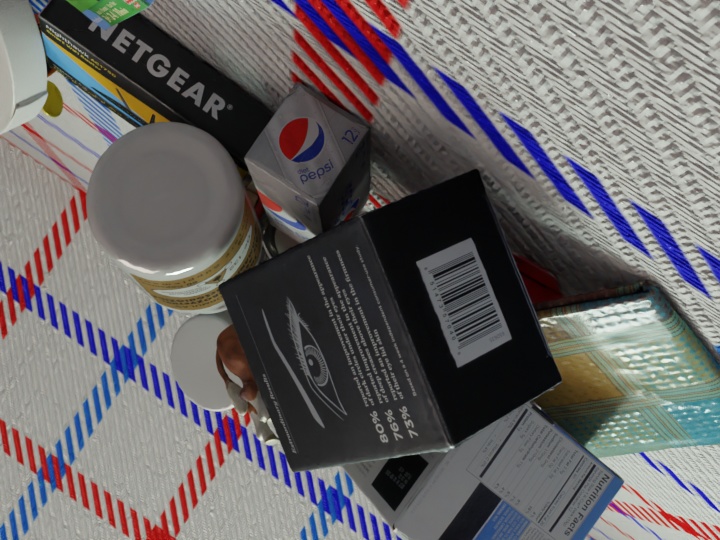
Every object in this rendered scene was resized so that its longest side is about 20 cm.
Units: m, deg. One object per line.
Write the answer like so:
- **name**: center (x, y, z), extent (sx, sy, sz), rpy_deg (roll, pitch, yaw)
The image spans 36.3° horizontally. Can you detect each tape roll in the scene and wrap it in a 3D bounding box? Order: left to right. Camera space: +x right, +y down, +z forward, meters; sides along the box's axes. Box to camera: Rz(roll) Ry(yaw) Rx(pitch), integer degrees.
- **tape roll**: center (-0.340, -0.213, 0.931), extent (0.202, 0.037, 0.205), rpy_deg (29, 137, 31)

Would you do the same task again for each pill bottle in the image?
- **pill bottle**: center (-0.138, -0.029, 0.875), extent (0.114, 0.115, 0.200), rpy_deg (32, 169, 9)
- **pill bottle**: center (-0.090, 0.066, 1.066), extent (0.114, 0.115, 0.199), rpy_deg (30, -158, 19)

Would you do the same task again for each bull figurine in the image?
- **bull figurine**: center (-0.034, 0.056, 0.898), extent (0.065, 0.198, 0.123), rpy_deg (29, -139, -51)

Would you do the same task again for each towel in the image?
- **towel**: center (0.180, 0.074, 0.768), extent (0.145, 0.022, 0.200), rpy_deg (-13, 139, 35)

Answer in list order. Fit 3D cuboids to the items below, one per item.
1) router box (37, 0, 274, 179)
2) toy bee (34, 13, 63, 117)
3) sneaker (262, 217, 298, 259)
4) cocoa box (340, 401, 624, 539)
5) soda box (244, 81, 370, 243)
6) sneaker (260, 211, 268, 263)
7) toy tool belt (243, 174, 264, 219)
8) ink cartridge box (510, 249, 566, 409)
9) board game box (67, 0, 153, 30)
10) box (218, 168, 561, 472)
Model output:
- **router box**: center (-0.169, -0.150, 0.917), extent (0.199, 0.051, 0.149), rpy_deg (35, 169, -8)
- **toy bee**: center (-0.334, -0.218, 1.047), extent (0.198, 0.109, 0.132), rpy_deg (24, 141, 29)
- **sneaker**: center (0.000, 0.000, 1.019), extent (0.199, 0.075, 0.079), rpy_deg (30, 161, -5)
- **cocoa box**: center (0.083, 0.154, 0.856), extent (0.131, 0.134, 0.200), rpy_deg (38, 176, -14)
- **soda box**: center (-0.035, -0.067, 0.829), extent (0.063, 0.069, 0.200), rpy_deg (33, 172, 6)
- **sneaker**: center (-0.100, -0.039, 1.147), extent (0.074, 0.081, 0.200), rpy_deg (47, 171, -11)
- **toy tool belt**: center (-0.169, -0.077, 1.103), extent (0.122, 0.126, 0.200), rpy_deg (27, 173, -14)
- **ink cartridge box**: center (0.103, 0.036, 0.879), extent (0.115, 0.068, 0.200), rpy_deg (30, 170, 22)
- **board game box**: center (-0.222, -0.237, 0.699), extent (0.199, 0.037, 0.151), rpy_deg (39, 171, -22)
- **box**: center (0.012, 0.040, 0.730), extent (0.199, 0.104, 0.150), rpy_deg (-20, 92, 55)
